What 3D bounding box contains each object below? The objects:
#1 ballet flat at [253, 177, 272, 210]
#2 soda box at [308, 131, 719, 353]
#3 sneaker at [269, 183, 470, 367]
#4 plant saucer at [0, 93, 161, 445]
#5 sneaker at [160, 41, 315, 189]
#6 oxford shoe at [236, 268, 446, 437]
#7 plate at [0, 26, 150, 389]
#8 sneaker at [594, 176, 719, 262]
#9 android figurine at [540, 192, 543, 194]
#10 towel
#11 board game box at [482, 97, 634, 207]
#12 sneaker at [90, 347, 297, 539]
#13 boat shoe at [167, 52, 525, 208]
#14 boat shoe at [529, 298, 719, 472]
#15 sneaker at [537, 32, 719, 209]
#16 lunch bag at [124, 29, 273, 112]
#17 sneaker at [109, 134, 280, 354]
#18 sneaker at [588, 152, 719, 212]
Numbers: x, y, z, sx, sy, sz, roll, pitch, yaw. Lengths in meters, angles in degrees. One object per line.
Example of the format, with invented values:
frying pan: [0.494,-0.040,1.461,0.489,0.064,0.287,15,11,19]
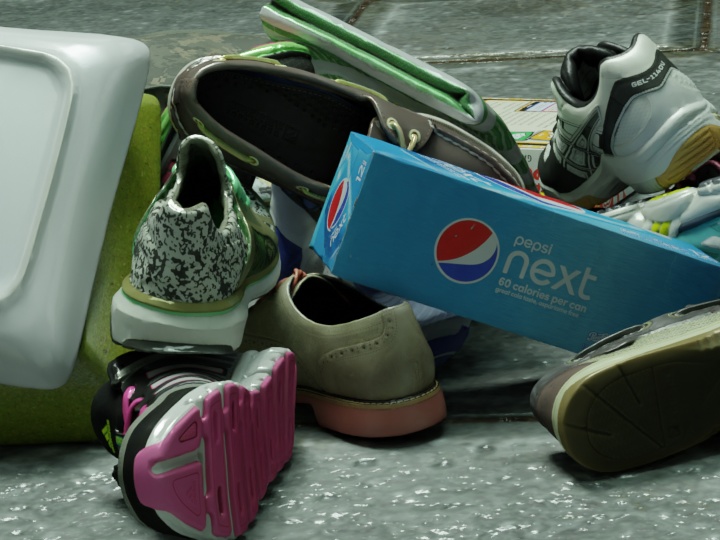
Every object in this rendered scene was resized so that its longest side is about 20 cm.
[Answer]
ballet flat: [-0.133,-0.052,1.659,0.200,0.072,0.072,-13,13,14]
soda box: [0.081,-0.006,1.360,0.200,0.068,0.064,18,9,-15]
sneaker: [0.000,-0.001,1.493,0.080,0.115,0.200,-12,46,-20]
plant saucer: [-0.206,-0.009,1.378,0.200,0.200,0.048,-3,-25,4]
sneaker: [-0.088,-0.040,1.450,0.084,0.200,0.077,38,-6,17]
oxford shoe: [-0.031,0.031,1.384,0.070,0.075,0.200,-21,22,-40]
plate: [-0.224,-0.048,1.354,0.199,0.200,0.032,8,-23,8]
sneaker: [0.169,-0.002,1.451,0.200,0.080,0.077,-15,-5,42]
android figurine: [0.028,-0.029,1.656,0.200,0.041,0.182,-3,15,12]
towel: [0.025,-0.093,1.534,0.152,0.023,0.200,27,-8,16]
board game box: [0.096,-0.081,1.812,0.200,0.046,0.151,4,17,26]
sneaker: [-0.089,0.078,1.240,0.087,0.074,0.200,-1,11,12]
boat shoe: [-0.004,-0.063,1.396,0.200,0.072,0.060,21,-3,-7]
boat shoe: [0.175,0.043,1.293,0.201,0.072,0.066,-15,23,-20]
sneaker: [0.143,-0.090,1.513,0.076,0.088,0.200,-37,6,-17]
lunch bag: [-0.170,-0.100,1.825,0.200,0.118,0.164,5,18,15]
sneaker: [-0.074,-0.028,1.314,0.077,0.089,0.200,9,21,-2]
sneaker: [0.199,-0.031,1.513,0.200,0.096,0.079,8,21,42]
